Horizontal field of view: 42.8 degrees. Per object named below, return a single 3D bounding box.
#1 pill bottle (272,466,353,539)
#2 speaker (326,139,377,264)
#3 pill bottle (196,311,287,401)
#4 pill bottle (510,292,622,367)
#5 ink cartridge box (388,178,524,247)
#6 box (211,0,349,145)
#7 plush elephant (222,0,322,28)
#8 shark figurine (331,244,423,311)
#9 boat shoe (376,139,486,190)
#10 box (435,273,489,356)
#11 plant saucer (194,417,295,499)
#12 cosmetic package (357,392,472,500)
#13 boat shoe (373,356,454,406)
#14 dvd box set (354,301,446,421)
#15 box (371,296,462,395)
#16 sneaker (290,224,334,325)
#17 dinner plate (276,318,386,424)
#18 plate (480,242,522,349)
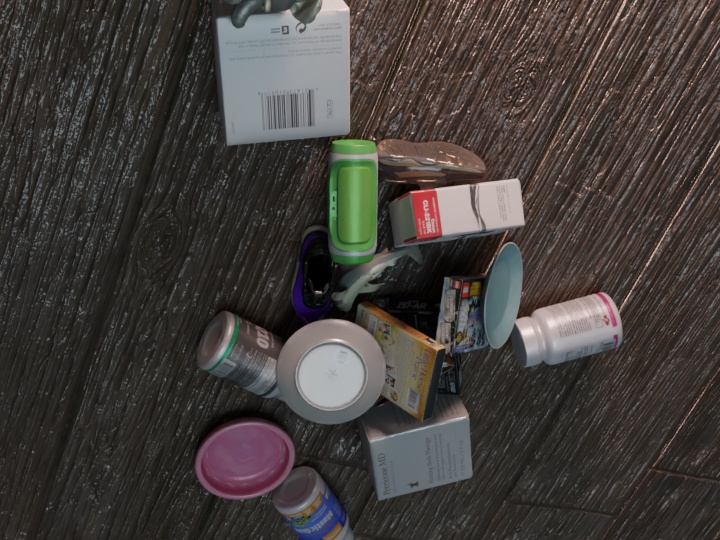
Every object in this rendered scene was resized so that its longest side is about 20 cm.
[{"bbox_3d":[-0.092,0.514,1.924,0.111,0.112,0.201,-29,123,4],"label":"pill bottle"},{"bbox_3d":[-0.013,-0.116,1.554,0.088,0.088,0.202,-3,105,-13],"label":"speaker"},{"bbox_3d":[-0.190,0.164,1.684,0.199,0.113,0.113,30,109,-29],"label":"pill bottle"},{"bbox_3d":[0.405,0.121,1.819,0.198,0.114,0.114,-14,123,-7],"label":"pill bottle"},{"bbox_3d":[0.164,-0.098,1.587,0.198,0.144,0.085,-9,88,-14],"label":"ink cartridge box"},{"bbox_3d":[-0.122,-0.313,1.400,0.197,0.131,0.202,-7,122,-11],"label":"box"},{"bbox_3d":[-0.139,-0.402,1.239,0.200,0.164,0.155,-40,151,-20],"label":"plush elephant"},{"bbox_3d":[0.008,-0.012,1.657,0.214,0.090,0.128,-38,157,18],"label":"shark figurine"},{"bbox_3d":[0.117,-0.178,1.592,0.198,0.075,0.074,7,129,-9],"label":"boat shoe"},{"bbox_3d":[0.199,0.078,1.684,0.199,0.040,0.138,-4,103,-61],"label":"box"},{"bbox_3d":[-0.232,0.367,1.834,0.198,0.051,0.202,-7,122,-12],"label":"plant saucer"},{"bbox_3d":[0.103,0.322,1.828,0.198,0.167,0.169,-12,123,-6],"label":"cosmetic package"},{"bbox_3d":[0.096,0.204,1.716,0.199,0.071,0.070,-25,149,37],"label":"boat shoe"},{"bbox_3d":[0.061,0.162,1.662,0.029,0.199,0.148,-14,122,-43],"label":"dvd box set"},{"bbox_3d":[0.108,0.146,1.755,0.159,0.044,0.201,1,124,17],"label":"box"},{"bbox_3d":[-0.083,0.029,1.637,0.069,0.100,0.202,-2,121,-11],"label":"sneaker"},{"bbox_3d":[-0.052,0.186,1.642,0.198,0.024,0.202,-1,104,-6],"label":"dinner plate"},{"bbox_3d":[0.260,0.046,1.717,0.025,0.200,0.202,8,128,28],"label":"plate"}]
